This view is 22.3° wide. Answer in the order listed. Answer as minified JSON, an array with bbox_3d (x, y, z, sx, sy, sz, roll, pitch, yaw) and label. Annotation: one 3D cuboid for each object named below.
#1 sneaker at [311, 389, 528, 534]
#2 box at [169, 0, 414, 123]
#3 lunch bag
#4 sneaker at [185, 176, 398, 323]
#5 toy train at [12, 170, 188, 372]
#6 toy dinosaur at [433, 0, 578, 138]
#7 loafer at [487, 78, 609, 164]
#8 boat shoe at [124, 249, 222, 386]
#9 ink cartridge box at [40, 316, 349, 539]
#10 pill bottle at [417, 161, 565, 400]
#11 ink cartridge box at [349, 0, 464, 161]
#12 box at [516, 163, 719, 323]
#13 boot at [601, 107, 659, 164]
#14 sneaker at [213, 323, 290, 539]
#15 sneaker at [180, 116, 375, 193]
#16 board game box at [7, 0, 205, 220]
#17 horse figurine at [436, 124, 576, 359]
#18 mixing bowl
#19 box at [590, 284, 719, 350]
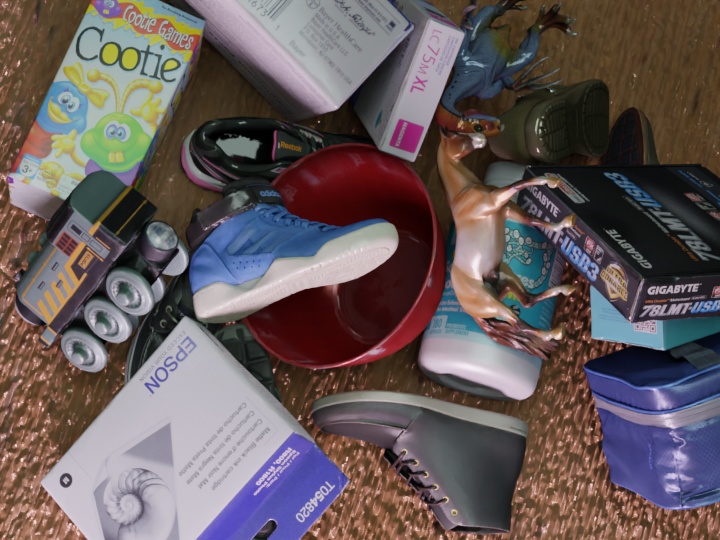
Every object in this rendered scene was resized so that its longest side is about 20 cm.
[{"bbox_3d":[0.050,0.170,1.616,0.198,0.075,0.107,10,74,-8],"label":"sneaker"},{"bbox_3d":[-0.071,-0.233,1.603,0.184,0.200,0.105,45,81,-11],"label":"box"},{"bbox_3d":[0.284,0.116,1.609,0.135,0.200,0.134,-16,98,-14],"label":"lunch bag"},{"bbox_3d":[-0.065,-0.037,1.544,0.199,0.076,0.112,-21,73,29],"label":"sneaker"},{"bbox_3d":[-0.226,0.003,1.554,0.114,0.200,0.085,41,47,-3],"label":"toy train"},{"bbox_3d":[0.117,-0.174,1.630,0.105,0.200,0.182,39,68,1],"label":"toy dinosaur"},{"bbox_3d":[0.175,-0.136,1.667,0.067,0.200,0.077,4,97,26],"label":"loafer"},{"bbox_3d":[-0.149,0.036,1.620,0.070,0.066,0.201,30,74,-1],"label":"boat shoe"},{"bbox_3d":[-0.142,0.178,1.545,0.200,0.041,0.200,43,95,18],"label":"ink cartridge box"},{"bbox_3d":[0.125,0.008,1.647,0.110,0.111,0.202,16,75,-5],"label":"pill bottle"},{"bbox_3d":[0.038,-0.177,1.617,0.042,0.200,0.120,19,103,-15],"label":"ink cartridge box"},{"bbox_3d":[0.264,-0.028,1.562,0.197,0.200,0.050,-1,119,-27],"label":"box"},{"bbox_3d":[0.282,-0.050,1.720,0.096,0.075,0.202,11,70,-29],"label":"boot"},{"bbox_3d":[-0.096,0.148,1.599,0.075,0.079,0.202,-11,80,12],"label":"sneaker"},{"bbox_3d":[-0.062,-0.098,1.653,0.198,0.086,0.081,1,79,-9],"label":"sneaker"},{"bbox_3d":[-0.225,-0.140,1.628,0.104,0.103,0.202,23,75,-3],"label":"board game box"},{"bbox_3d":[0.119,-0.016,1.537,0.050,0.132,0.202,-30,122,-49],"label":"horse figurine"},{"bbox_3d":[0.000,0.000,1.605,0.198,0.108,0.202,-10,69,27],"label":"mixing bowl"},{"bbox_3d":[0.296,0.022,1.612,0.199,0.082,0.050,-14,105,-41],"label":"box"}]
